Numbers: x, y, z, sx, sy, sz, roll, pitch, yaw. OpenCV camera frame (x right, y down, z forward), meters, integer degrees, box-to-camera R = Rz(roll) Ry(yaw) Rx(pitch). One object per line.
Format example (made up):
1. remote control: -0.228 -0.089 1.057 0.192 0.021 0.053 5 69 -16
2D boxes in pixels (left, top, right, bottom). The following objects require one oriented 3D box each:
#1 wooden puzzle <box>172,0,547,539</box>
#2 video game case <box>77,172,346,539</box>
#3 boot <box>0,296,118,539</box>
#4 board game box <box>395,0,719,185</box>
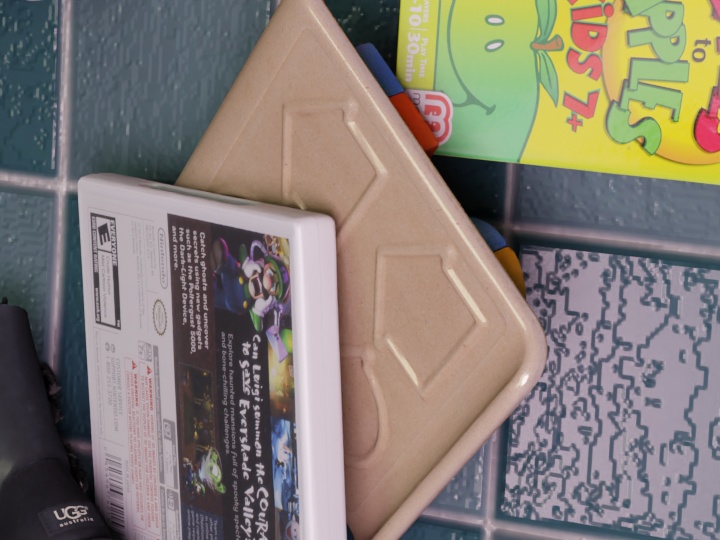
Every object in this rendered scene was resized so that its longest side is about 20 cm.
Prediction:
1. wooden puzzle: 0.000 0.000 1.081 0.200 0.046 0.185 61 146 18
2. video game case: -0.065 0.065 1.126 0.182 0.023 0.200 13 108 54
3. boot: -0.174 0.131 1.225 0.168 0.076 0.200 62 142 33
4. board game box: 0.109 -0.089 1.029 0.200 0.048 0.102 8 97 34
